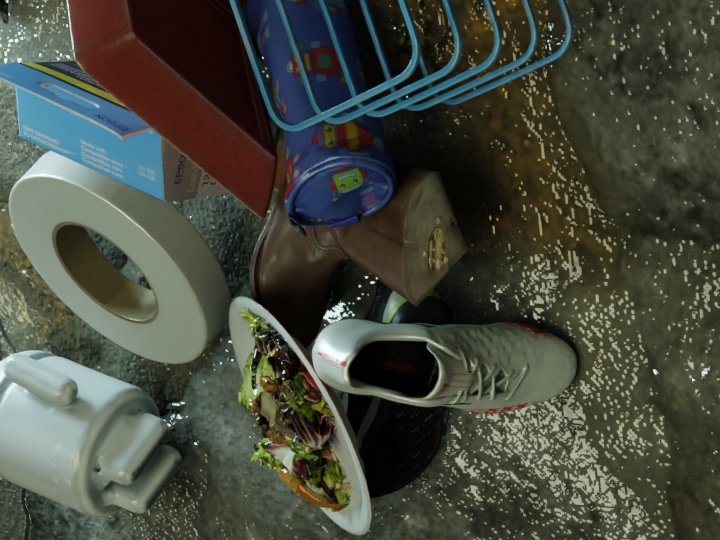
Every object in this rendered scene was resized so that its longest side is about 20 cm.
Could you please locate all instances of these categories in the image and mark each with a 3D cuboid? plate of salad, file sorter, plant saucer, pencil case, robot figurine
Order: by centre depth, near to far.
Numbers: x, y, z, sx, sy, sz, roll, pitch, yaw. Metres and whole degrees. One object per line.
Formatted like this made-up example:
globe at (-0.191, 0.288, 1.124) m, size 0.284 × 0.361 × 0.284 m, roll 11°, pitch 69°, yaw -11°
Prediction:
file sorter at (0.028, -0.173, 1.289) m, size 0.138 × 0.199 × 0.124 m, roll -21°, pitch 87°, yaw 38°
pencil case at (-0.029, -0.119, 1.378) m, size 0.087 × 0.077 × 0.201 m, roll 90°, pitch 169°, yaw -54°
plant saucer at (-0.129, -0.161, 1.380) m, size 0.037 × 0.200 × 0.201 m, roll -34°, pitch 43°, yaw 19°
plate of salad at (-0.054, 0.114, 1.470) m, size 0.200 × 0.048 × 0.201 m, roll 52°, pitch 159°, yaw 29°
robot figurine at (-0.248, 0.135, 1.656) m, size 0.199 × 0.113 × 0.170 m, roll 18°, pitch 141°, yaw 29°

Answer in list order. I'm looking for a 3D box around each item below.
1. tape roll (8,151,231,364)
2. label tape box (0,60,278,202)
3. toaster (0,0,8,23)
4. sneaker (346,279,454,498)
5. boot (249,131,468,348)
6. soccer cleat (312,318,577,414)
tape roll at (-0.192, -0.010, 1.559) m, size 0.202 × 0.037 × 0.204 m, roll 28°, pitch 148°, yaw 19°
label tape box at (-0.174, -0.104, 1.459) m, size 0.142 × 0.199 × 0.067 m, roll 24°, pitch 109°, yaw 26°
toaster at (-0.339, -0.317, 1.551) m, size 0.200 × 0.118 × 0.181 m, roll 48°, pitch 127°, yaw 10°
sneaker at (0.024, 0.082, 1.494) m, size 0.083 × 0.071 × 0.201 m, roll 56°, pitch 138°, yaw 45°
boot at (0.000, 0.000, 1.426) m, size 0.199 × 0.064 × 0.188 m, roll 25°, pitch 120°, yaw 50°
soccer cleat at (0.064, 0.069, 1.379) m, size 0.085 × 0.198 × 0.069 m, roll -148°, pitch 65°, yaw -72°
